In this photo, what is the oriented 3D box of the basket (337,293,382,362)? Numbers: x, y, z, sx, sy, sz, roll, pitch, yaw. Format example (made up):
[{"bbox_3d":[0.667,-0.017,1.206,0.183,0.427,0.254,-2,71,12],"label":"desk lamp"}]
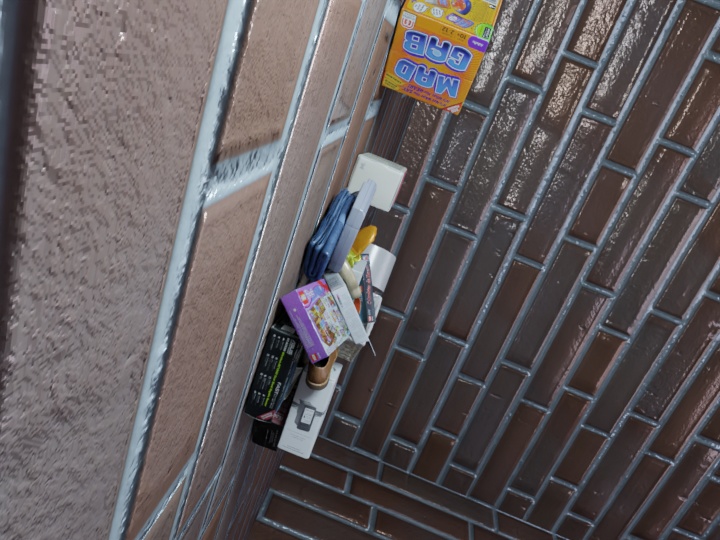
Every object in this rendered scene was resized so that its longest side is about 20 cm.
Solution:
[{"bbox_3d":[-0.063,0.157,1.796,0.161,0.198,0.200,119,-4,-52],"label":"basket"}]

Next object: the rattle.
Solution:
[{"bbox_3d":[0.000,0.000,1.428,0.143,0.202,0.130,-40,-152,-21],"label":"rattle"}]

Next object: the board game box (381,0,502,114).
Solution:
[{"bbox_3d":[0.187,-0.531,1.275,0.201,0.197,0.202,110,2,-56],"label":"board game box"}]

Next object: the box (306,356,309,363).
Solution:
[{"bbox_3d":[-0.150,0.256,1.519,0.201,0.111,0.102,109,5,-46],"label":"box"}]

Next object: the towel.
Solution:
[{"bbox_3d":[-0.069,-0.078,1.184,0.112,0.048,0.201,115,-3,-47],"label":"towel"}]

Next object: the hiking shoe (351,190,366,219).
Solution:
[{"bbox_3d":[-0.031,-0.143,1.427,0.102,0.075,0.201,-78,-166,-44],"label":"hiking shoe"}]

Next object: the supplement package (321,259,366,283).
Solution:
[{"bbox_3d":[-0.072,0.059,1.555,0.117,0.115,0.202,-70,-179,-72],"label":"supplement package"}]

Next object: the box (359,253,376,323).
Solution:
[{"bbox_3d":[-0.025,0.060,1.644,0.037,0.135,0.203,0,83,-48],"label":"box"}]

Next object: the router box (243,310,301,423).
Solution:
[{"bbox_3d":[-0.163,0.186,1.133,0.150,0.061,0.202,-67,177,-74],"label":"router box"}]

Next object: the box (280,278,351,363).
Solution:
[{"bbox_3d":[-0.085,0.095,1.113,0.039,0.138,0.200,-26,179,13],"label":"box"}]

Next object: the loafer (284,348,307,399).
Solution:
[{"bbox_3d":[-0.157,0.209,1.246,0.069,0.070,0.203,0,113,-41],"label":"loafer"}]

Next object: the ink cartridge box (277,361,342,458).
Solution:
[{"bbox_3d":[-0.119,0.323,1.339,0.145,0.082,0.203,-48,157,-82],"label":"ink cartridge box"}]

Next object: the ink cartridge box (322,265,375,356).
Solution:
[{"bbox_3d":[-0.039,0.090,1.329,0.196,0.043,0.202,-129,-164,-66],"label":"ink cartridge box"}]

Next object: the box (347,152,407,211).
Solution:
[{"bbox_3d":[0.047,-0.243,1.494,0.200,0.126,0.110,-59,171,-74],"label":"box"}]

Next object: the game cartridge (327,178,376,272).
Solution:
[{"bbox_3d":[-0.021,-0.093,1.240,0.134,0.040,0.201,-63,179,-45],"label":"game cartridge"}]

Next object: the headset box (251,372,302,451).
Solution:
[{"bbox_3d":[-0.209,0.351,1.413,0.150,0.074,0.201,108,3,-46],"label":"headset box"}]

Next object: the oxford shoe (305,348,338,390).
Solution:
[{"bbox_3d":[-0.083,0.178,1.269,0.201,0.070,0.072,-89,-172,-56],"label":"oxford shoe"}]

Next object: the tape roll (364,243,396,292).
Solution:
[{"bbox_3d":[0.019,-0.018,2.064,0.203,0.200,0.141,98,15,-82],"label":"tape roll"}]
